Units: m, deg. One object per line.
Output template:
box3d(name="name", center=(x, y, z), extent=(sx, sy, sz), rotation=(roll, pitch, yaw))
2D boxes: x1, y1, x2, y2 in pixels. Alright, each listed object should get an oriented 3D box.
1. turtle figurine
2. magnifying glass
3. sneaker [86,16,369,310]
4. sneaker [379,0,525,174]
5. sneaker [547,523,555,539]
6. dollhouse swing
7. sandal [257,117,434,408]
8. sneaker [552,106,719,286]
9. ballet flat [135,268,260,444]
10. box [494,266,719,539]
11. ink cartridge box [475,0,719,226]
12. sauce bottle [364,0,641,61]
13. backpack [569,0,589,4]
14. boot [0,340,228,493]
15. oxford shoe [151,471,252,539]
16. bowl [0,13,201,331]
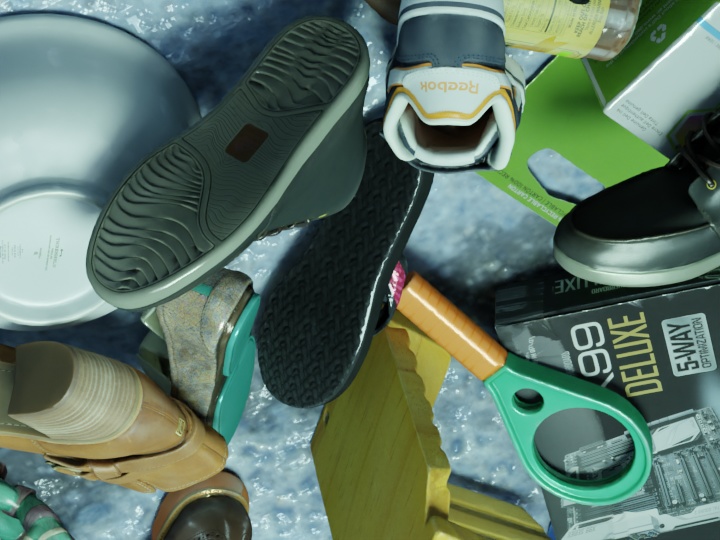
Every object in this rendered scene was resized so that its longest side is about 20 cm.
box3d(name="turtle figurine", center=(-0.240, 0.152, 1.576), extent=(0.149, 0.101, 0.200), rotation=(-4, 156, 12))
box3d(name="magnifying glass", center=(0.096, 0.071, 1.586), extent=(0.200, 0.022, 0.080), rotation=(42, 122, -16))
box3d(name="sneaker", center=(-0.061, -0.035, 1.422), extent=(0.200, 0.075, 0.106), rotation=(-45, 154, -18))
box3d(name="sneaker", center=(0.048, -0.086, 1.415), extent=(0.078, 0.080, 0.200), rotation=(1, 167, 8))
box3d(name="sneaker", center=(0.163, 0.252, 1.793), extent=(0.070, 0.078, 0.201), rotation=(-14, 132, -3))
box3d(name="dollhouse swing", center=(0.080, 0.150, 1.600), extent=(0.175, 0.201, 0.182), rotation=(7, 128, -19))
box3d(name="sandal", center=(0.000, 0.000, 1.542), extent=(0.045, 0.075, 0.201), rotation=(-9, 134, -50))
box3d(name="sneaker", center=(0.195, -0.066, 1.439), extent=(0.199, 0.075, 0.107), rotation=(-17, 128, -12))
box3d(name="ballet flat", center=(-0.097, 0.044, 1.545), extent=(0.067, 0.068, 0.200), rotation=(24, 152, 6))
box3d(name="box", center=(0.181, 0.086, 1.632), extent=(0.157, 0.050, 0.201), rotation=(-11, 121, 10))
box3d(name="ink cartridge box", center=(0.178, -0.079, 1.513), extent=(0.147, 0.076, 0.200), rotation=(31, 116, -34))
box3d(name="sauce bottle", center=(0.052, -0.158, 1.421), extent=(0.199, 0.065, 0.065), rotation=(9, 127, -19))
box3d(name="backpack", center=(0.199, -0.217, 1.367), extent=(0.199, 0.127, 0.167), rotation=(12, 138, -24))
box3d(name="boot", center=(-0.187, 0.082, 1.531), extent=(0.199, 0.077, 0.155), rotation=(-6, 157, 33))
box3d(name="oxford shoe", center=(-0.119, 0.223, 1.696), extent=(0.071, 0.073, 0.201), rotation=(5, 129, -19))
box3d(name="bowl", center=(-0.176, -0.035, 1.448), extent=(0.200, 0.091, 0.202), rotation=(-8, 131, -9))
